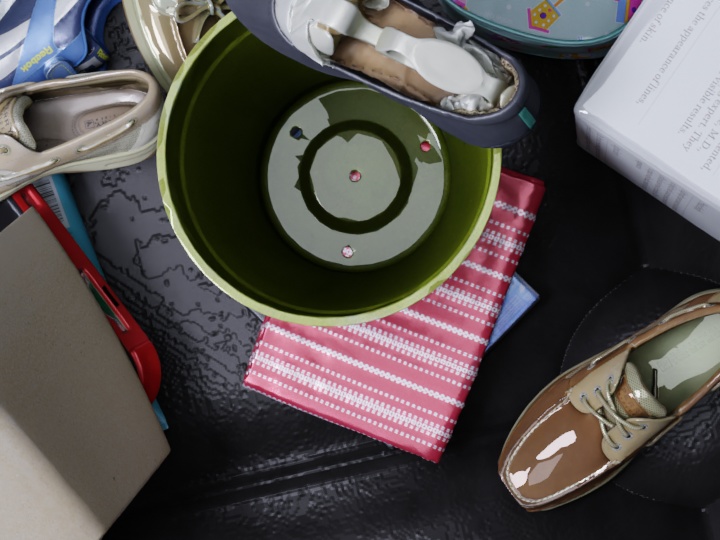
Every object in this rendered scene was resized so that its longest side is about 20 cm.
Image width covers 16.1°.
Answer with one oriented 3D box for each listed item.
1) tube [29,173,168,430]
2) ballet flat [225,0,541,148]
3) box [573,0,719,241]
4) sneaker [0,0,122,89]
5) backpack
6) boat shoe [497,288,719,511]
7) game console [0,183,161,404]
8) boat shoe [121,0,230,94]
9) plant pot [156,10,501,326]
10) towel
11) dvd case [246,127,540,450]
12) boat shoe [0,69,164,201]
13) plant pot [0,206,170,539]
[{"bbox_3d":[-0.195,0.022,1.696,0.077,0.050,0.200,-18,89,17],"label":"tube"},{"bbox_3d":[0.012,-0.133,1.434,0.200,0.073,0.073,28,90,6],"label":"ballet flat"},{"bbox_3d":[0.238,-0.133,1.580,0.131,0.199,0.200,34,91,6],"label":"box"},{"bbox_3d":[-0.217,-0.137,1.691,0.082,0.074,0.200,30,92,4],"label":"sneaker"},{"bbox_3d":[0.126,-0.236,1.625,0.175,0.153,0.200,15,95,1],"label":"backpack"},{"bbox_3d":[0.172,0.078,1.640,0.200,0.074,0.076,-40,84,3],"label":"boat shoe"},{"bbox_3d":[-0.241,0.045,1.684,0.177,0.031,0.200,-40,84,26],"label":"game console"},{"bbox_3d":[-0.117,-0.209,1.675,0.063,0.073,0.200,-14,86,31],"label":"boat shoe"},{"bbox_3d":[-0.010,-0.064,1.564,0.200,0.193,0.201,0,88,5],"label":"plant pot"},{"bbox_3d":[0.022,0.008,1.666,0.144,0.022,0.200,21,90,6],"label":"towel"},{"bbox_3d":[0.000,0.000,1.689,0.200,0.018,0.143,44,92,5],"label":"dvd case"},{"bbox_3d":[-0.222,-0.087,1.619,0.200,0.065,0.072,-12,67,-5],"label":"boat shoe"},{"bbox_3d":[-0.240,0.114,1.585,0.177,0.200,0.200,47,116,-5],"label":"plant pot"}]
